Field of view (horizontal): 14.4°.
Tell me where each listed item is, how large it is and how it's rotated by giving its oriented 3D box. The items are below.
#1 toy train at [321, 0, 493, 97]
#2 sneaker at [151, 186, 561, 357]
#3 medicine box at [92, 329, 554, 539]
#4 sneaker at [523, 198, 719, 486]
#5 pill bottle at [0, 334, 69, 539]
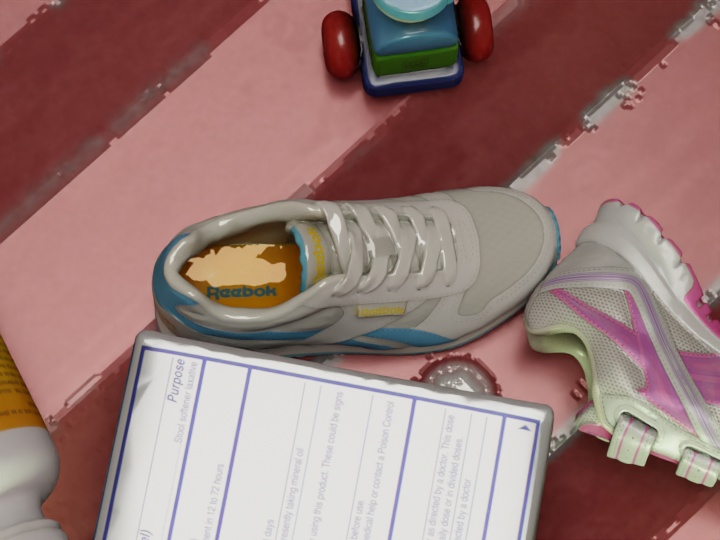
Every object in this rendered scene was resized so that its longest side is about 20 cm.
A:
[{"bbox_3d":[0.015,-0.196,1.390,0.085,0.116,0.200,-7,77,-3],"label":"toy train"},{"bbox_3d":[0.000,0.000,1.360,0.200,0.081,0.077,-11,75,-5],"label":"sneaker"},{"bbox_3d":[-0.024,0.141,1.313,0.200,0.103,0.182,10,76,2],"label":"medicine box"},{"bbox_3d":[0.152,0.066,1.352,0.088,0.081,0.200,-38,72,-8],"label":"sneaker"},{"bbox_3d":[-0.207,0.072,1.318,0.111,0.111,0.200,-26,75,-7],"label":"pill bottle"}]
